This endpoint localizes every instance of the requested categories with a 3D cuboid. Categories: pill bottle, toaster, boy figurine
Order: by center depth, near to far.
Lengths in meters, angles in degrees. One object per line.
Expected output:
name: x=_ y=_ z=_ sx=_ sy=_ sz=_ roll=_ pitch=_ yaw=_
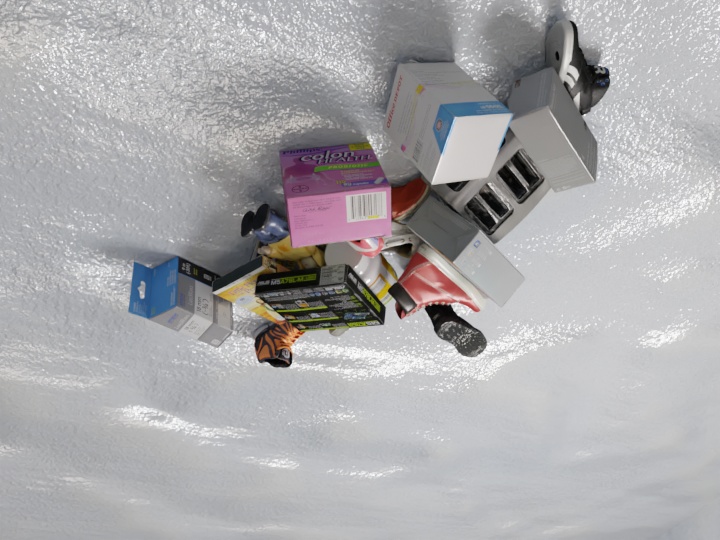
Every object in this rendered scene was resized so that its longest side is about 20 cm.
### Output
toaster: x=0.243 y=-0.168 z=1.281 sx=0.181 sy=0.119 sz=0.200 roll=-45 pitch=129 yaw=8
boy figurine: x=-0.140 y=-0.048 z=1.289 sx=0.123 sy=0.065 sz=0.200 roll=-19 pitch=141 yaw=30
pill bottle: x=0.000 y=0.000 z=1.371 sx=0.110 sy=0.112 sz=0.200 roll=-24 pitch=154 yaw=10

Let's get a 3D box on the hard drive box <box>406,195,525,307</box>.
hard drive box: x=0.204 y=-0.036 z=1.293 sx=0.077 sy=0.156 sz=0.200 roll=-50 pitch=133 yaw=4

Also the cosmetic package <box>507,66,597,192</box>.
cosmetic package: x=0.341 y=-0.244 z=1.193 sx=0.090 sy=0.108 sz=0.200 roll=-11 pitch=140 yaw=36

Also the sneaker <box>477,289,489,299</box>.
sneaker: x=0.196 y=-0.007 z=1.477 sx=0.200 sy=0.116 sz=0.074 roll=45 pitch=78 yaw=-7

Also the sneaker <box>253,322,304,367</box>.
sneaker: x=-0.152 y=0.153 z=1.518 sx=0.199 sy=0.113 sz=0.078 roll=-34 pitch=132 yaw=18

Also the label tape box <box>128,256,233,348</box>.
label tape box: x=-0.353 y=0.052 z=1.351 sx=0.199 sy=0.145 sz=0.063 roll=29 pitch=122 yaw=-34

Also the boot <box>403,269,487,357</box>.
boot: x=0.184 y=0.082 z=1.473 sx=0.066 sy=0.201 sz=0.165 roll=-42 pitch=131 yaw=13

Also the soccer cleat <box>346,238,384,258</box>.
soccer cleat: x=-0.036 y=-0.095 z=1.264 sx=0.067 sy=0.200 sz=0.076 roll=-49 pitch=150 yaw=-4

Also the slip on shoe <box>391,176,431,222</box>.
slip on shoe: x=0.050 y=-0.132 z=1.329 sx=0.199 sy=0.074 sz=0.061 roll=-25 pitch=130 yaw=16

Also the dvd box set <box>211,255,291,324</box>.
dvd box set: x=-0.182 y=0.044 z=1.383 sx=0.145 sy=0.030 sz=0.200 roll=-25 pitch=143 yaw=28

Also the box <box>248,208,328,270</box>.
box: x=-0.144 y=-0.026 z=1.395 sx=0.157 sy=0.049 sz=0.201 roll=9 pitch=130 yaw=-20

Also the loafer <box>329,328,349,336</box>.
loafer: x=0.006 y=0.086 z=1.523 sx=0.070 sy=0.070 sz=0.200 roll=34 pitch=118 yaw=-27

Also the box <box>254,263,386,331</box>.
box: x=-0.075 y=0.059 z=1.321 sx=0.198 sy=0.048 sz=0.193 roll=-7 pitch=152 yaw=24

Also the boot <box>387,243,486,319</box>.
boot: x=0.149 y=0.058 z=1.348 sx=0.199 sy=0.072 sz=0.145 roll=36 pitch=92 yaw=-27

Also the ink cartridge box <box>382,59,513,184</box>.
ink cartridge box: x=0.136 y=-0.261 z=1.149 sx=0.124 sy=0.201 sz=0.129 roll=-10 pitch=138 yaw=-28

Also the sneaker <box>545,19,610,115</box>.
sneaker: x=0.389 y=-0.363 z=1.195 sx=0.111 sy=0.074 sz=0.201 roll=-16 pitch=143 yaw=-3

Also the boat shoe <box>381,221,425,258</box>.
boat shoe: x=0.093 y=-0.055 z=1.345 sx=0.198 sy=0.070 sz=0.071 roll=-2 pitch=161 yaw=-35

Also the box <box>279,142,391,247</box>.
box: x=-0.048 y=-0.139 z=1.196 sx=0.174 sy=0.201 sz=0.098 roll=-7 pitch=122 yaw=-6
